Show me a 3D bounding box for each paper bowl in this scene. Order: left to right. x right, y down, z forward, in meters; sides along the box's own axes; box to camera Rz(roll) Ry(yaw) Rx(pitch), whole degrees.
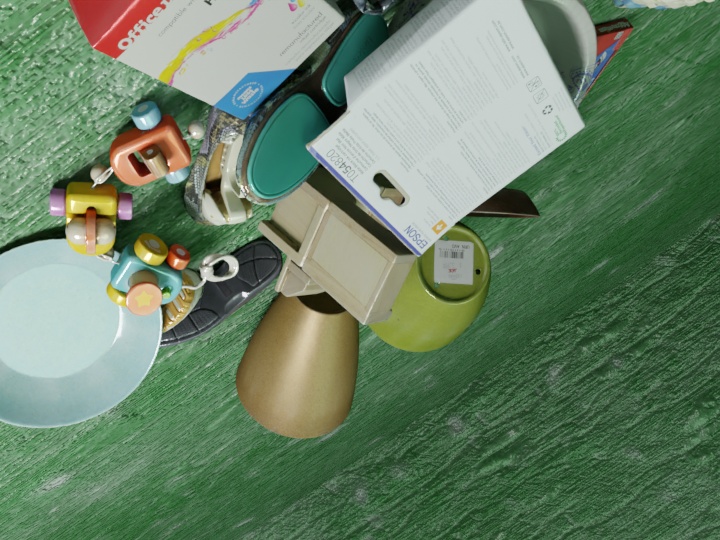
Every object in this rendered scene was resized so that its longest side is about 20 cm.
[{"bbox_3d":[0.109,-0.195,0.697,0.195,0.106,0.203,-12,139,-11],"label":"paper bowl"}]

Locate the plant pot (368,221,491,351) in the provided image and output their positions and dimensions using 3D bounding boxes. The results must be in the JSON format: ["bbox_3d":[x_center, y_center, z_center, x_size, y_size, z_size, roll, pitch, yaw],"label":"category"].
[{"bbox_3d":[0.093,0.005,0.968,0.184,0.190,0.200,-28,177,-10],"label":"plant pot"}]

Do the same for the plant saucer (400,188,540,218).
[{"bbox_3d":[0.137,-0.089,0.979,0.194,0.036,0.200,3,-177,0],"label":"plant saucer"}]

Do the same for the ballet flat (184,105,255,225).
[{"bbox_3d":[-0.123,-0.085,0.701,0.071,0.073,0.201,-19,156,-31],"label":"ballet flat"}]

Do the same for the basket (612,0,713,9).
[{"bbox_3d":[0.334,-0.329,0.698,0.174,0.143,0.198,-15,-176,-40],"label":"basket"}]

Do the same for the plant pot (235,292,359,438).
[{"bbox_3d":[-0.075,0.100,1.074,0.183,0.187,0.203,-17,140,-35],"label":"plant pot"}]

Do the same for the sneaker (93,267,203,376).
[{"bbox_3d":[-0.255,0.058,0.820,0.196,0.077,0.088,-23,-175,9],"label":"sneaker"}]

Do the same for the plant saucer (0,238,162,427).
[{"bbox_3d":[-0.293,0.056,0.726,0.196,0.039,0.206,-14,122,-24],"label":"plant saucer"}]

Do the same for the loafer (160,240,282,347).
[{"bbox_3d":[-0.178,0.038,0.900,0.197,0.073,0.063,-31,165,-14],"label":"loafer"}]

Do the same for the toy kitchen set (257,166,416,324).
[{"bbox_3d":[0.000,0.000,0.848,0.198,0.180,0.166,-5,127,-53],"label":"toy kitchen set"}]

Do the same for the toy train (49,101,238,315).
[{"bbox_3d":[-0.181,-0.035,0.653,0.147,0.056,0.203,-19,132,-2],"label":"toy train"}]

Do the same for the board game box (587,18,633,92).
[{"bbox_3d":[0.274,-0.244,1.006,0.101,0.020,0.201,-20,156,-28],"label":"board game box"}]

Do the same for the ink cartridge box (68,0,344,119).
[{"bbox_3d":[-0.109,-0.186,0.492,0.115,0.068,0.199,-39,160,19],"label":"ink cartridge box"}]

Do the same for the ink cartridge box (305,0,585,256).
[{"bbox_3d":[0.075,-0.126,0.639,0.198,0.041,0.199,-37,140,12],"label":"ink cartridge box"}]

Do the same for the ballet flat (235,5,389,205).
[{"bbox_3d":[-0.048,-0.135,0.617,0.202,0.073,0.075,-54,168,-22],"label":"ballet flat"}]

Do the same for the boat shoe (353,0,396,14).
[{"bbox_3d":[0.024,-0.268,0.474,0.070,0.092,0.202,-20,156,-29],"label":"boat shoe"}]
